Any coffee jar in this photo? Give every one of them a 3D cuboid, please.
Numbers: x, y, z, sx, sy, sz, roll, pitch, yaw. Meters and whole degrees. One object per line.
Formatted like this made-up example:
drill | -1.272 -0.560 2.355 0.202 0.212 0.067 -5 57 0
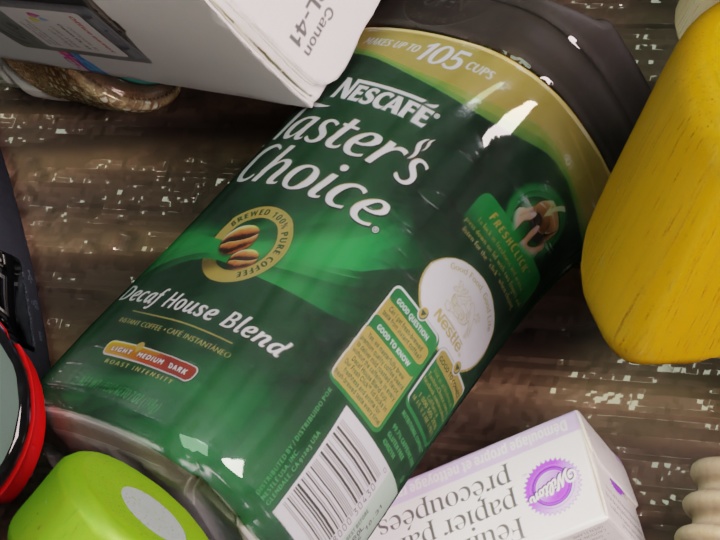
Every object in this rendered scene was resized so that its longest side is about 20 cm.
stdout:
coffee jar | 0.000 0.000 0.808 0.104 0.085 0.200 13 55 45

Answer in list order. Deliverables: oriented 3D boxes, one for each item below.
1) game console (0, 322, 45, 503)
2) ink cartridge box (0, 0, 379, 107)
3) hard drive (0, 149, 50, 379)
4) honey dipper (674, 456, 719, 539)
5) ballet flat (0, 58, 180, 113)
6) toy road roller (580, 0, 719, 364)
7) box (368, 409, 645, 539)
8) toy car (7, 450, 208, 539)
game console | -0.206 0.044 0.777 0.200 0.031 0.177 -40 76 1
ink cartridge box | -0.074 -0.143 0.860 0.200 0.086 0.148 10 68 42
hard drive | -0.192 -0.013 0.969 0.135 0.042 0.200 -29 54 11
honey dipper | 0.085 0.150 0.741 0.038 0.038 0.200 7 71 31
ballet flat | -0.124 -0.107 0.984 0.065 0.070 0.200 -54 45 27
toy road roller | 0.124 -0.045 0.733 0.123 0.146 0.200 -66 35 40
box | -0.013 0.102 0.813 0.200 0.041 0.039 -24 54 15
toy car | -0.109 0.146 0.653 0.158 0.200 0.164 45 102 20
